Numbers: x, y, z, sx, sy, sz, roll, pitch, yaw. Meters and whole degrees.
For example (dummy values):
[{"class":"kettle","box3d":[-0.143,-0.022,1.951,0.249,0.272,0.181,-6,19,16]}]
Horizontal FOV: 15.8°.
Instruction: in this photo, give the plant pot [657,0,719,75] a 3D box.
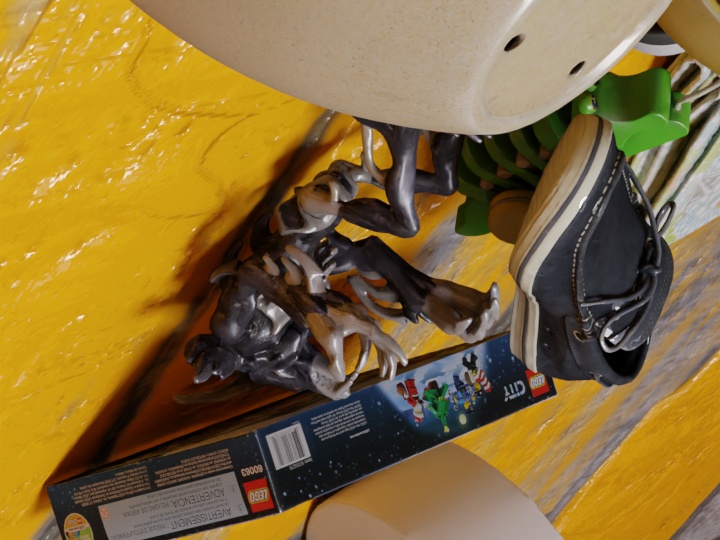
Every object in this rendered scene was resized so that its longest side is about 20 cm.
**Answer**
[{"class":"plant pot","box3d":[0.173,-0.145,0.978,0.200,0.200,0.142,-36,-177,-16]}]

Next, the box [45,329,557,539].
[{"class":"box","box3d":[-0.023,0.077,1.173,0.136,0.038,0.200,-19,180,42]}]

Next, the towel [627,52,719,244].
[{"class":"towel","box3d":[0.213,-0.096,1.331,0.200,0.048,0.171,-28,160,-32]}]

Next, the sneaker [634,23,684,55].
[{"class":"sneaker","box3d":[0.188,-0.136,1.150,0.200,0.084,0.121,-37,151,-16]}]

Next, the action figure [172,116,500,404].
[{"class":"action figure","box3d":[0.000,0.000,1.054,0.119,0.102,0.200,-34,161,-54]}]

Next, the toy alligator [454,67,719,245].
[{"class":"toy alligator","box3d":[0.095,-0.063,1.114,0.054,0.059,0.200,28,144,-30]}]

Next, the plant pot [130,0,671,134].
[{"class":"plant pot","box3d":[0.026,-0.120,0.792,0.200,0.134,0.200,-35,160,-15]}]

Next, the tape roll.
[{"class":"tape roll","box3d":[0.057,0.195,1.428,0.071,0.202,0.203,-32,159,-25]}]

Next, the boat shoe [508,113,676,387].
[{"class":"boat shoe","box3d":[0.099,-0.004,1.073,0.200,0.062,0.075,84,30,-66]}]
